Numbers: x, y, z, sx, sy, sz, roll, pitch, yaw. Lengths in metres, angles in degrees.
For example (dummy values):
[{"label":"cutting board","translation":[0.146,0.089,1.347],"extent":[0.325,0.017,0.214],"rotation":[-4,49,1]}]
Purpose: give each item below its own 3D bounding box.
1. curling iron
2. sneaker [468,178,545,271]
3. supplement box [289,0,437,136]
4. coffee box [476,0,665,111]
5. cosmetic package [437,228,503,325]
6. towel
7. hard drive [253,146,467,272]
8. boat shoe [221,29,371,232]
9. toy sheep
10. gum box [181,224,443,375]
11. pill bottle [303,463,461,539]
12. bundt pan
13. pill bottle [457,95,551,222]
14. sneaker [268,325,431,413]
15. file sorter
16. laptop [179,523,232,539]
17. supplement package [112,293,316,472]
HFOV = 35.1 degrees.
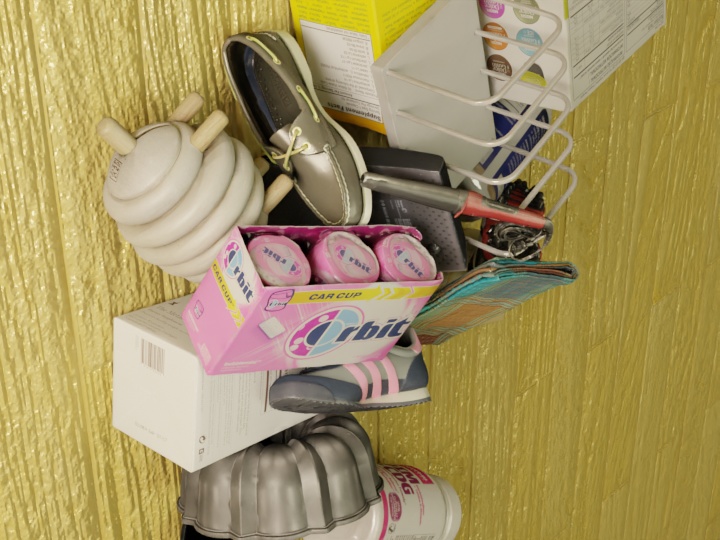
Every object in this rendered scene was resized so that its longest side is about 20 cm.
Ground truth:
[{"label":"curling iron","translation":[0.087,-0.050,0.986],"extent":[0.199,0.026,0.050],"rotation":[16,122,-29]},{"label":"sneaker","translation":[0.161,-0.032,1.268],"extent":[0.201,0.070,0.098],"rotation":[-73,-179,-56]},{"label":"supplement box","translation":[0.010,-0.244,1.050],"extent":[0.109,0.108,0.201],"rotation":[-38,134,-35]},{"label":"coffee box","translation":[0.174,-0.307,1.152],"extent":[0.200,0.199,0.199],"rotation":[-42,136,-33]},{"label":"cosmetic package","translation":[0.093,0.014,1.312],"extent":[0.199,0.071,0.106],"rotation":[-10,114,-49]},{"label":"towel","translation":[0.107,0.038,1.150],"extent":[0.146,0.200,0.022],"rotation":[2,65,-46]},{"label":"hard drive","translation":[-0.002,-0.058,1.061],"extent":[0.135,0.199,0.042],"rotation":[69,33,-41]},{"label":"boat shoe","translation":[-0.058,-0.119,0.982],"extent":[0.072,0.203,0.060],"rotation":[-37,164,36]},{"label":"toy sheep","translation":[-0.141,-0.064,0.934],"extent":[0.200,0.137,0.138],"rotation":[44,72,-37]},{"label":"gum box","translation":[-0.034,0.023,0.959],"extent":[0.199,0.066,0.114],"rotation":[-2,141,-39]},{"label":"pill bottle","translation":[0.029,0.283,1.326],"extent":[0.200,0.113,0.114],"rotation":[16,94,-54]},{"label":"bundt pan","translation":[-0.078,0.180,1.082],"extent":[0.201,0.201,0.076],"rotation":[-17,109,-47]},{"label":"pill bottle","translation":[0.140,-0.160,1.250],"extent":[0.200,0.115,0.116],"rotation":[-52,140,-22]},{"label":"sneaker","translation":[-0.012,0.089,1.051],"extent":[0.199,0.070,0.083],"rotation":[5,77,-51]},{"label":"file sorter","translation":[0.115,-0.135,1.046],"extent":[0.139,0.124,0.201],"rotation":[-48,144,-26]},{"label":"laptop","translation":[-0.183,0.349,1.177],"extent":[0.187,0.115,0.201],"rotation":[48,40,-51]},{"label":"supplement package","translation":[-0.116,0.084,1.047],"extent":[0.199,0.113,0.110],"rotation":[-19,122,-48]}]
